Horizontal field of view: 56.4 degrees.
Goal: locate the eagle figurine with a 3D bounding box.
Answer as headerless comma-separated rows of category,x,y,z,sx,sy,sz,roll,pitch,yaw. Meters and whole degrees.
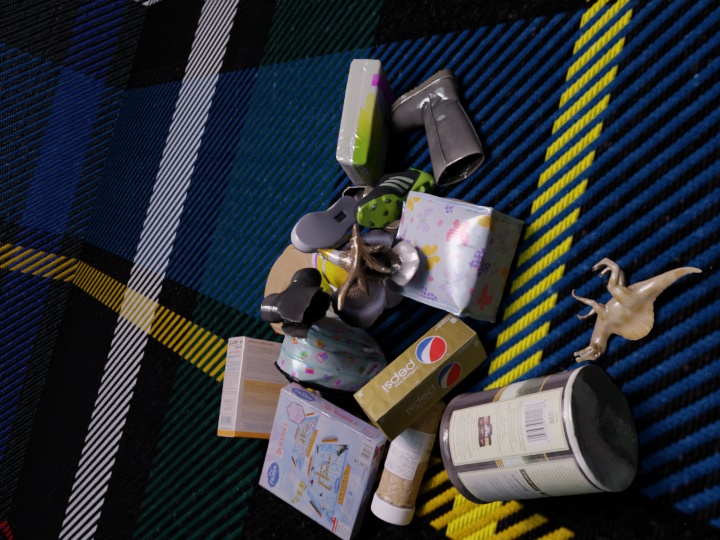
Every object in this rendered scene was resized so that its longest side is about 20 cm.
eagle figurine,0.002,-0.004,1.068,0.151,0.200,0.151,-38,77,-5

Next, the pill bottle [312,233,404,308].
pill bottle,0.000,0.000,1.230,0.200,0.104,0.105,30,101,52

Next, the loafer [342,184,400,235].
loafer,0.031,-0.117,1.258,0.199,0.069,0.076,20,94,52

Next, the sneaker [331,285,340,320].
sneaker,-0.096,0.110,1.327,0.075,0.086,0.202,27,98,53

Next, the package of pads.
package of pads,0.012,-0.273,1.275,0.067,0.154,0.202,7,81,13

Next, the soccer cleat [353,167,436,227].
soccer cleat,0.049,-0.127,1.149,0.081,0.199,0.068,32,131,31

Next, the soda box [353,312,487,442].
soda box,0.092,0.160,1.015,0.200,0.064,0.068,-40,41,-9

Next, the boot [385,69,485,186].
boot,0.128,-0.234,1.192,0.181,0.072,0.202,-35,59,42

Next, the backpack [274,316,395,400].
backpack,-0.049,0.149,1.161,0.166,0.199,0.128,14,86,52

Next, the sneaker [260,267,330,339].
sneaker,-0.085,0.049,1.087,0.103,0.200,0.061,1,112,28

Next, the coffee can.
coffee can,0.221,0.212,0.848,0.199,0.145,0.148,-25,59,44

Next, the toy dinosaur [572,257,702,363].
toy dinosaur,0.338,0.034,0.853,0.102,0.058,0.200,57,131,27

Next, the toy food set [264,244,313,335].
toy food set,-0.144,0.044,1.440,0.199,0.048,0.200,16,90,52

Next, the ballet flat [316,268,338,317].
ballet flat,-0.059,0.089,1.259,0.066,0.067,0.202,8,118,24

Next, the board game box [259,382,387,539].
board game box,-0.068,0.324,1.145,0.198,0.041,0.202,24,110,24

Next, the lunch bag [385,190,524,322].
lunch bag,0.135,-0.029,1.059,0.199,0.127,0.171,18,94,42

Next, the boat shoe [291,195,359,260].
boat shoe,-0.071,-0.065,1.192,0.075,0.202,0.086,43,126,1

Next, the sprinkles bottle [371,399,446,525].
sprinkles bottle,0.076,0.294,1.063,0.068,0.068,0.202,18,92,52

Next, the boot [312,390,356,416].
boot,-0.063,0.316,1.228,0.151,0.073,0.201,-54,51,24

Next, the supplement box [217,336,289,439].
supplement box,-0.217,0.247,1.398,0.073,0.125,0.202,-13,67,50
